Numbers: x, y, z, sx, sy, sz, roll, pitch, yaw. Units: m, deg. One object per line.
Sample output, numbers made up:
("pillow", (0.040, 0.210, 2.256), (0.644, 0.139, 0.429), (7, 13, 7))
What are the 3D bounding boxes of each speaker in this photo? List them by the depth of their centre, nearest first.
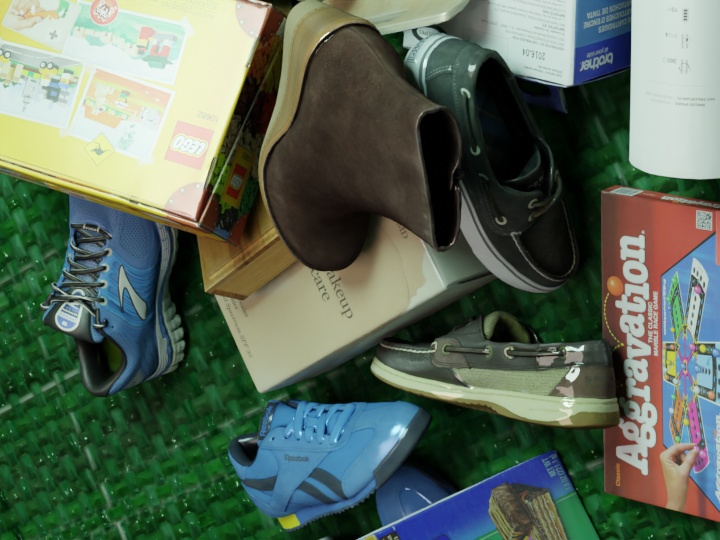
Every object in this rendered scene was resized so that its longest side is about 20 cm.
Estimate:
("speaker", (0.195, -0.155, 1.527), (0.081, 0.081, 0.200), (13, 112, 39))

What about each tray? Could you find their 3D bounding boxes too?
("tray", (-0.077, -0.092, 1.766), (0.099, 0.037, 0.200), (-37, 54, 41))

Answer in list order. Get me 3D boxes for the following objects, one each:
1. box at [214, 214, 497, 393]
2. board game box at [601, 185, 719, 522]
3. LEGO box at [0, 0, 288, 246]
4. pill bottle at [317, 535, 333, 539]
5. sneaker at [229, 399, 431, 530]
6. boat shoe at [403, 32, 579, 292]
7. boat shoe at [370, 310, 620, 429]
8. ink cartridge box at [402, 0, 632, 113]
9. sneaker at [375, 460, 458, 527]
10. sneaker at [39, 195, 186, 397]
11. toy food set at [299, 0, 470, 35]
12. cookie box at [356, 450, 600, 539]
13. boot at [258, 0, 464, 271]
("box", (0.000, 0.000, 1.756), (0.200, 0.078, 0.095), (-32, 80, 44))
("board game box", (0.195, 0.052, 1.638), (0.103, 0.019, 0.200), (12, 111, 41))
("LEGO box", (-0.155, -0.117, 1.707), (0.200, 0.077, 0.149), (18, 86, 19))
("pill bottle", (-0.023, 0.294, 1.850), (0.114, 0.114, 0.200), (-28, 84, 44))
("sneaker", (-0.028, 0.119, 1.795), (0.078, 0.066, 0.200), (46, 147, -9))
("boat shoe", (0.090, -0.059, 1.614), (0.057, 0.069, 0.200), (11, 143, 45))
("boat shoe", (0.090, 0.058, 1.708), (0.200, 0.073, 0.065), (10, 94, 43))
("ink cartridge box", (0.098, -0.193, 1.605), (0.136, 0.076, 0.200), (18, 114, 39))
("sneaker", (0.056, 0.223, 1.781), (0.066, 0.078, 0.200), (-36, 78, 45))
("sneaker", (-0.180, 0.007, 1.890), (0.079, 0.089, 0.200), (18, 130, 36))
("toy food set", (-0.014, -0.239, 1.604), (0.143, 0.060, 0.200), (-7, 98, 47))
("cookie box", (0.078, 0.226, 1.674), (0.075, 0.200, 0.171), (-32, 82, 43))
("boot", (0.004, -0.050, 1.586), (0.166, 0.072, 0.200), (47, 148, 46))
